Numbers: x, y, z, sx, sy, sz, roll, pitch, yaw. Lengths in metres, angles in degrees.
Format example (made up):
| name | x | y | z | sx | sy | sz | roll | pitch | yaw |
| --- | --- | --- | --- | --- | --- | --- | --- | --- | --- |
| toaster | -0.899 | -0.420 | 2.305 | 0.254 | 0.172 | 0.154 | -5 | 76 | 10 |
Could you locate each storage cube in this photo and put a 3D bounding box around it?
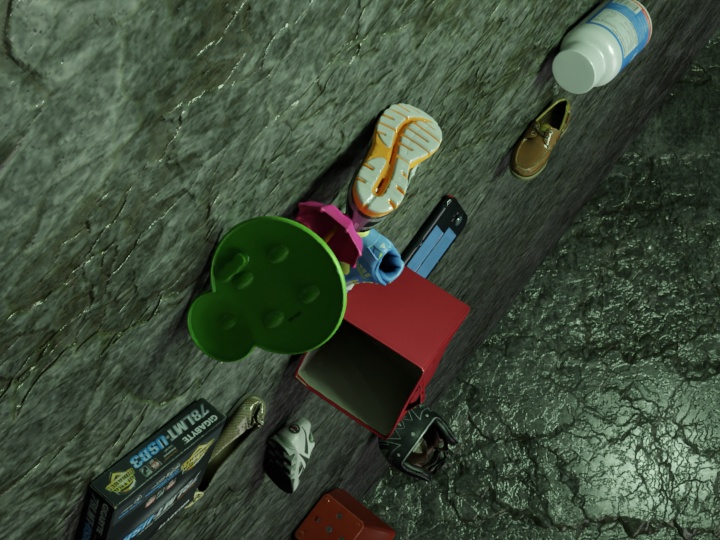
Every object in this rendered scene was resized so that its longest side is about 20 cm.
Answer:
| name | x | y | z | sx | sy | sz | roll | pitch | yaw |
| --- | --- | --- | --- | --- | --- | --- | --- | --- | --- |
| storage cube | 0.035 | 0.112 | 1.586 | 0.180 | 0.200 | 0.171 | -47 | 165 | -48 |

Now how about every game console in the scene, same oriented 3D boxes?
| name | x | y | z | sx | sy | sz | roll | pitch | yaw |
| --- | --- | --- | --- | --- | --- | --- | --- | --- | --- |
| game console | 0.117 | -0.034 | 1.839 | 0.200 | 0.031 | 0.177 | -54 | 166 | 0 |

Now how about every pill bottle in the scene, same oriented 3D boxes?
| name | x | y | z | sx | sy | sz | roll | pitch | yaw |
| --- | --- | --- | --- | --- | --- | --- | --- | --- | --- |
| pill bottle | 0.415 | -0.387 | 1.800 | 0.200 | 0.112 | 0.112 | -43 | 162 | -35 |

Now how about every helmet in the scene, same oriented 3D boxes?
| name | x | y | z | sx | sy | sz | roll | pitch | yaw |
| --- | --- | --- | --- | --- | --- | --- | --- | --- | --- |
| helmet | 0.139 | 0.439 | 2.710 | 0.200 | 0.191 | 0.200 | -40 | -157 | 21 |

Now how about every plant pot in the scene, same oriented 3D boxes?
| name | x | y | z | sx | sy | sz | roll | pitch | yaw |
| --- | --- | --- | --- | --- | --- | --- | --- | --- | --- |
| plant pot | -0.060 | 0.679 | 2.664 | 0.200 | 0.200 | 0.176 | -52 | 155 | -9 |

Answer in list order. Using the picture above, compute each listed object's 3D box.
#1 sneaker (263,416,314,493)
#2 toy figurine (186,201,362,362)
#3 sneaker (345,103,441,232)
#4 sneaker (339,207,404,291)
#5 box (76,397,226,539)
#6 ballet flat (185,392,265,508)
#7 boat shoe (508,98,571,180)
| name | x | y | z | sx | sy | sz | roll | pitch | yaw |
| --- | --- | --- | --- | --- | --- | --- | --- | --- | --- |
| sneaker | -0.118 | 0.328 | 1.844 | 0.089 | 0.074 | 0.200 | -43 | 163 | -32 |
| toy figurine | -0.075 | 0.000 | 1.142 | 0.200 | 0.150 | 0.184 | -36 | -175 | 27 |
| sneaker | 0.032 | -0.125 | 1.234 | 0.200 | 0.078 | 0.077 | -57 | -179 | -39 |
| sneaker | 0.000 | 0.000 | 1.382 | 0.076 | 0.105 | 0.200 | -49 | 165 | -20 |
| box | -0.267 | 0.280 | 1.301 | 0.200 | 0.050 | 0.199 | -38 | 158 | -46 |
| ballet flat | -0.200 | 0.264 | 1.480 | 0.200 | 0.046 | 0.067 | -53 | 165 | -5 |
| boat shoe | 0.342 | -0.256 | 1.983 | 0.200 | 0.072 | 0.068 | -56 | 165 | -34 |
